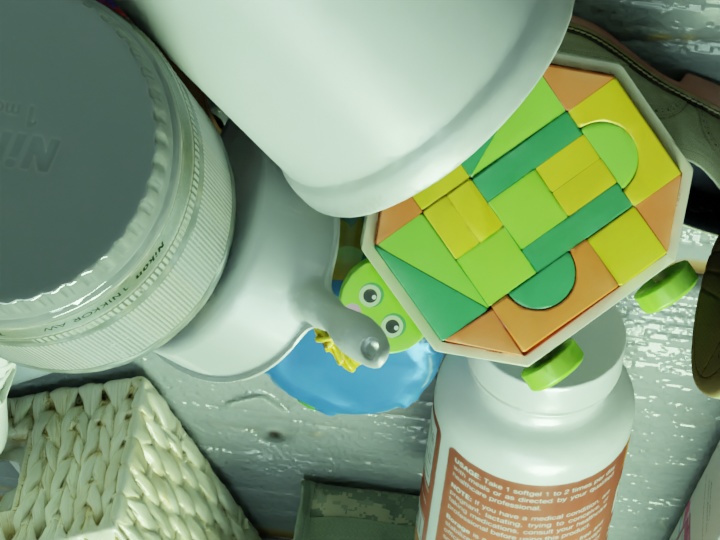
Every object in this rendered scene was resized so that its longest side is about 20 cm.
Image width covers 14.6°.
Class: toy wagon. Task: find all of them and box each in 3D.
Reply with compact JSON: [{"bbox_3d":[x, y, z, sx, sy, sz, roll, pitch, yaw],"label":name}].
[{"bbox_3d":[0.063,-0.016,1.376,0.200,0.040,0.155,-35,97,3],"label":"toy wagon"}]

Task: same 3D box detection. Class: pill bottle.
[{"bbox_3d":[0.093,0.098,1.574,0.112,0.112,0.200,9,138,2],"label":"pill bottle"}]

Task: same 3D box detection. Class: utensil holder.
[{"bbox_3d":[-0.028,-0.151,1.292,0.170,0.170,0.200,-26,126,32],"label":"utensil holder"}]

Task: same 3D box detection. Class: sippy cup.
[{"bbox_3d":[0.000,0.000,1.475,0.139,0.131,0.178,-13,132,22],"label":"sippy cup"}]

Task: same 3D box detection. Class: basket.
[{"bbox_3d":[-0.149,0.174,1.686,0.123,0.136,0.200,-14,132,21],"label":"basket"}]

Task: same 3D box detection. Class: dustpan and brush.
[{"bbox_3d":[-0.039,0.006,1.372,0.057,0.200,0.140,23,97,-22],"label":"dustpan and brush"}]

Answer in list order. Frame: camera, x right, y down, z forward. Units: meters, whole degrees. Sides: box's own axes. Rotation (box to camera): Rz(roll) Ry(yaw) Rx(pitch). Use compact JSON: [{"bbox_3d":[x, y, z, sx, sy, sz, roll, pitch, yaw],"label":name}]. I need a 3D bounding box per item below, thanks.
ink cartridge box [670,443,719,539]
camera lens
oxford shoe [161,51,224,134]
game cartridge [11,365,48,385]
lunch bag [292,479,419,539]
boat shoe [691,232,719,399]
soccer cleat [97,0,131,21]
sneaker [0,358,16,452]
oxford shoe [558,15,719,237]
[{"bbox_3d":[0.256,0.185,1.646,0.144,0.085,0.200,13,139,-4],"label":"ink cartridge box"},{"bbox_3d":[-0.146,-0.041,1.295,0.159,0.160,0.200,4,172,6],"label":"camera lens"},{"bbox_3d":[-0.100,-0.046,1.490,0.071,0.071,0.200,44,149,31],"label":"oxford shoe"},{"bbox_3d":[-0.210,-0.014,1.570,0.133,0.042,0.200,-21,129,24],"label":"game cartridge"},{"bbox_3d":[0.026,0.236,1.671,0.164,0.200,0.118,7,138,4],"label":"lunch bag"},{"bbox_3d":[0.225,-0.024,1.382,0.063,0.073,0.200,24,92,-23],"label":"boat shoe"},{"bbox_3d":[-0.170,-0.119,1.421,0.200,0.073,0.068,-21,129,29],"label":"soccer cleat"},{"bbox_3d":[-0.195,0.039,1.546,0.115,0.074,0.200,2,136,13],"label":"sneaker"},{"bbox_3d":[0.113,-0.074,1.414,0.199,0.074,0.071,17,137,-7],"label":"oxford shoe"}]
